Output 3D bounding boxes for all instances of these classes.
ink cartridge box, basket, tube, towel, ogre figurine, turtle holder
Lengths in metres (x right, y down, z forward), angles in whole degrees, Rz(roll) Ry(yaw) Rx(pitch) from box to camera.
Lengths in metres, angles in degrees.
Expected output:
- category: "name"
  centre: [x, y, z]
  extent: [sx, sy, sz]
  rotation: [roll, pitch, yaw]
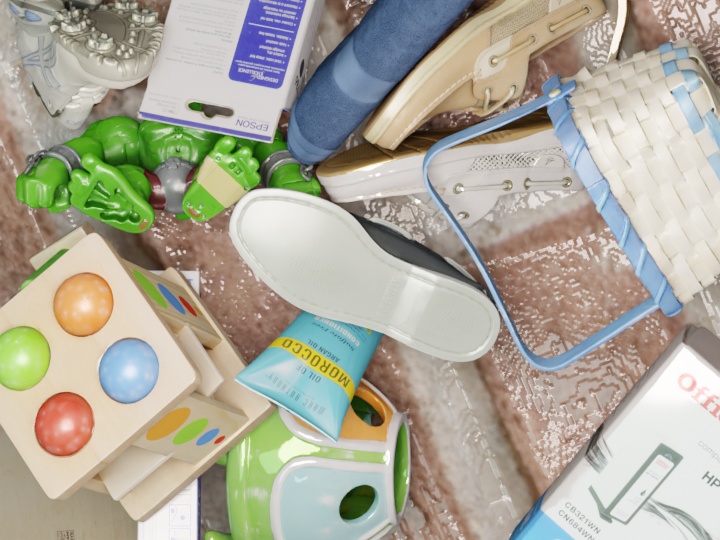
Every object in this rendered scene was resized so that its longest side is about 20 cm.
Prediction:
- category: "ink cartridge box"
  centre: [-0.133, 0.107, 1.747]
  extent: [0.044, 0.094, 0.201]
  rotation: [0, 78, -3]
- category: "basket"
  centre: [0.162, -0.044, 1.641]
  extent: [0.199, 0.139, 0.177]
  rotation: [-28, 110, 7]
- category: "tube"
  centre: [-0.023, 0.054, 1.694]
  extent: [0.077, 0.200, 0.051]
  rotation: [27, 118, 4]
- category: "ink cartridge box"
  centre: [-0.079, -0.177, 1.715]
  extent: [0.099, 0.039, 0.201]
  rotation: [12, 69, 10]
- category: "towel"
  centre: [0.022, -0.157, 1.653]
  extent: [0.049, 0.112, 0.200]
  rotation: [41, 130, -5]
- category: "ink cartridge box"
  centre: [0.216, 0.160, 1.718]
  extent: [0.146, 0.084, 0.200]
  rotation: [39, 104, 5]
- category: "ogre figurine"
  centre: [-0.130, -0.074, 1.734]
  extent: [0.199, 0.120, 0.098]
  rotation: [-18, 113, 9]
- category: "turtle holder"
  centre: [-0.035, 0.153, 1.743]
  extent: [0.131, 0.141, 0.186]
  rotation: [3, 97, 10]

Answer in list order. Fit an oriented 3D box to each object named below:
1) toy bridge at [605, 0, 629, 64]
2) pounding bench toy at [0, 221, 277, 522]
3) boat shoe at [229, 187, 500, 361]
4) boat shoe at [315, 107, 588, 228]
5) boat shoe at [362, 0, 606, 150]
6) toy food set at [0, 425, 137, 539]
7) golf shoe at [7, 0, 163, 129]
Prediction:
- category: "toy bridge"
  centre: [0.200, -0.114, 1.715]
  extent: [0.067, 0.027, 0.201]
  rotation: [-14, 95, 14]
- category: "pounding bench toy"
  centre: [-0.181, 0.042, 1.639]
  extent: [0.124, 0.156, 0.200]
  rotation: [-40, 68, 8]
- category: "boat shoe"
  centre: [0.000, 0.000, 1.685]
  extent: [0.200, 0.060, 0.076]
  rotation: [31, 101, -14]
- category: "boat shoe"
  centre: [0.068, -0.061, 1.696]
  extent: [0.199, 0.071, 0.070]
  rotation: [-11, 107, -17]
- category: "boat shoe"
  centre: [0.086, -0.139, 1.676]
  extent: [0.200, 0.071, 0.065]
  rotation: [-41, 93, -20]
- category: "toy food set"
  centre: [-0.207, 0.194, 1.833]
  extent: [0.143, 0.060, 0.201]
  rotation: [-6, 88, 13]
- category: "golf shoe"
  centre: [-0.186, -0.141, 1.727]
  extent: [0.078, 0.200, 0.098]
  rotation: [-7, 110, -21]
